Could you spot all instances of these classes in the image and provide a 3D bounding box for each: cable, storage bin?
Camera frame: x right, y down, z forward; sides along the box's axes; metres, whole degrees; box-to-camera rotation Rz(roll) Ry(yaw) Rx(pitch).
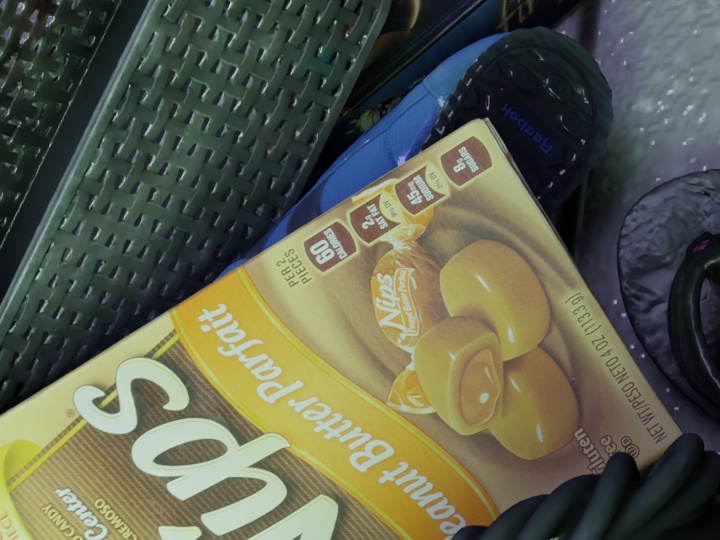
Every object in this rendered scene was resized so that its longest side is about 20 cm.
[{"bbox_3d":[0.039,0.104,0.771,0.163,0.200,0.051,-34,77,-3],"label":"cable"},{"bbox_3d":[-0.095,-0.049,0.957,0.135,0.094,0.200,32,98,46],"label":"storage bin"}]

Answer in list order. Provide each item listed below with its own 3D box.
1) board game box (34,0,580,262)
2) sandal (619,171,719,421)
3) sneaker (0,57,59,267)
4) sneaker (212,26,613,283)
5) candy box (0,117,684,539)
[{"bbox_3d":[-0.011,-0.099,1.029,0.200,0.035,0.136,-40,47,2],"label":"board game box"},{"bbox_3d":[0.135,0.031,0.831,0.075,0.048,0.200,-37,48,6],"label":"sandal"},{"bbox_3d":[-0.191,-0.001,1.057,0.088,0.075,0.200,17,71,51],"label":"sneaker"},{"bbox_3d":[0.000,0.000,0.924,0.200,0.066,0.078,-45,7,-20],"label":"sneaker"},{"bbox_3d":[-0.019,0.056,0.843,0.200,0.055,0.115,-32,89,-10],"label":"candy box"}]
